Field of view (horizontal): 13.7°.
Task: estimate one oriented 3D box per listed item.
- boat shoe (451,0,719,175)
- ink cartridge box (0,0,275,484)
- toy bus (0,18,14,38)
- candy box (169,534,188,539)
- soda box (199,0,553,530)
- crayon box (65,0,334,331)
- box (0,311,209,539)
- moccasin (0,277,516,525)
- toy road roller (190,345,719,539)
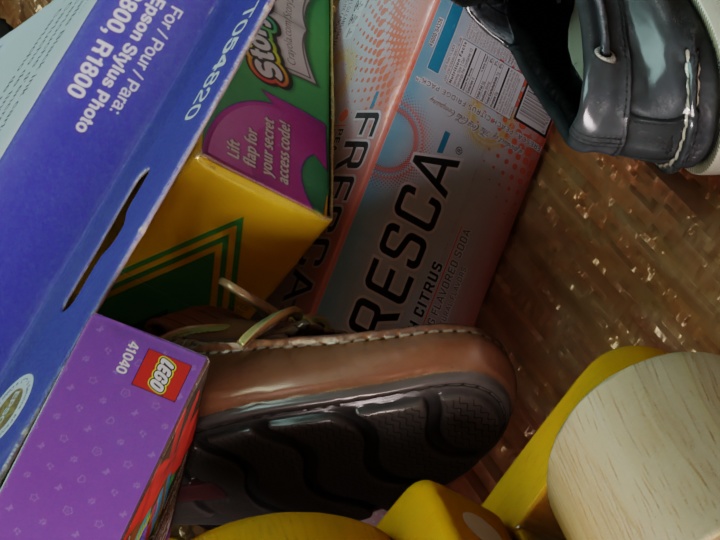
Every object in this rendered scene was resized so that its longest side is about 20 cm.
[{"bbox_3d":[0.058,-0.099,0.964,0.075,0.066,0.200,103,152,-43],"label":"boat shoe"},{"bbox_3d":[-0.118,-0.007,0.936,0.200,0.041,0.200,-62,18,-21],"label":"ink cartridge box"},{"bbox_3d":[-0.232,-0.028,1.270,0.136,0.200,0.192,180,109,-77],"label":"toy bus"},{"bbox_3d":[-0.097,0.175,0.942,0.102,0.026,0.200,10,72,54],"label":"candy box"},{"bbox_3d":[0.000,0.000,1.016,0.068,0.064,0.200,2,67,58],"label":"soda box"},{"bbox_3d":[-0.077,-0.033,1.058,0.173,0.058,0.200,-48,26,31],"label":"crayon box"},{"bbox_3d":[-0.102,0.128,0.824,0.137,0.039,0.200,108,-175,-55],"label":"box"},{"bbox_3d":[-0.043,0.040,0.925,0.201,0.074,0.078,-14,51,35],"label":"moccasin"},{"bbox_3d":[0.026,0.104,0.799,0.200,0.146,0.123,-52,31,17],"label":"toy road roller"}]
